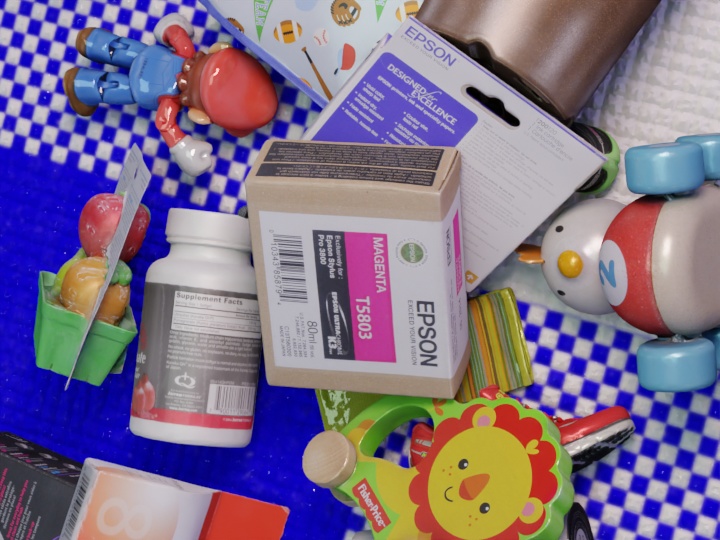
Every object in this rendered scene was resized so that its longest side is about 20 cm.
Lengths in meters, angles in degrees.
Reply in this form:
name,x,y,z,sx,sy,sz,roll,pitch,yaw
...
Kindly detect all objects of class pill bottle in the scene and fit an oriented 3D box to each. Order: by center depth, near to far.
name,x,y,z,sx,sy,sz,roll,pitch,yaw
pill bottle,-0.139,0.050,1.675,0.110,0.111,0.202,6,88,22

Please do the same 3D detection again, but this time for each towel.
name,x,y,z,sx,sy,sz,roll,pitch,yaw
towel,0.050,0.082,1.647,0.198,0.018,0.087,-17,79,20

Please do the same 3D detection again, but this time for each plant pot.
name,x,y,z,sx,sy,sz,roll,pitch,yaw
plant pot,0.150,-0.230,1.506,0.199,0.200,0.199,29,83,21

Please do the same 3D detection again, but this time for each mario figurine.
name,x,y,z,sx,sy,sz,roll,pitch,yaw
mario figurine,-0.163,-0.160,1.723,0.198,0.106,0.125,13,114,22

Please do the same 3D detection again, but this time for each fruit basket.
name,x,y,z,sx,sy,sz,roll,pitch,yaw
fruit basket,-0.223,-0.004,1.690,0.093,0.185,0.201,26,96,-15

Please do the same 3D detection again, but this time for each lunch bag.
name,x,y,z,sx,sy,sz,roll,pitch,yaw
lunch bag,-0.022,-0.244,1.642,0.199,0.124,0.171,38,102,12

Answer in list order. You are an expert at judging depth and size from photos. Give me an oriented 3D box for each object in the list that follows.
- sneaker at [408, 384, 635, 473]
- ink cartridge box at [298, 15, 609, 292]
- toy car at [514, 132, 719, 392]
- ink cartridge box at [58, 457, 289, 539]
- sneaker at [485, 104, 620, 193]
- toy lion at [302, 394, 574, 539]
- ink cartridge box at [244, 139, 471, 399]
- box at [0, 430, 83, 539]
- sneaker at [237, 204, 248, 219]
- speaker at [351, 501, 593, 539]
name,x,y,z,sx,sy,sz,roll,pitch,yaw
sneaker,0.128,0.134,1.583,0.198,0.077,0.086,-16,76,20
ink cartridge box,0.070,-0.097,1.528,0.197,0.044,0.200,35,134,-11
toy car,0.204,-0.009,1.521,0.199,0.176,0.186,-1,98,34
ink cartridge box,-0.167,0.264,1.638,0.198,0.050,0.164,17,94,-22
sneaker,0.117,-0.107,1.596,0.198,0.084,0.078,3,87,22
toy lion,0.072,0.170,1.538,0.191,0.069,0.200,-40,50,7
ink cartridge box,0.000,0.000,1.539,0.163,0.075,0.202,3,122,14
box,-0.287,0.234,1.724,0.199,0.106,0.123,21,93,21
sneaker,-0.060,-0.022,1.627,0.077,0.139,0.202,16,90,37
speaker,0.092,0.245,1.587,0.198,0.081,0.082,-10,83,21
